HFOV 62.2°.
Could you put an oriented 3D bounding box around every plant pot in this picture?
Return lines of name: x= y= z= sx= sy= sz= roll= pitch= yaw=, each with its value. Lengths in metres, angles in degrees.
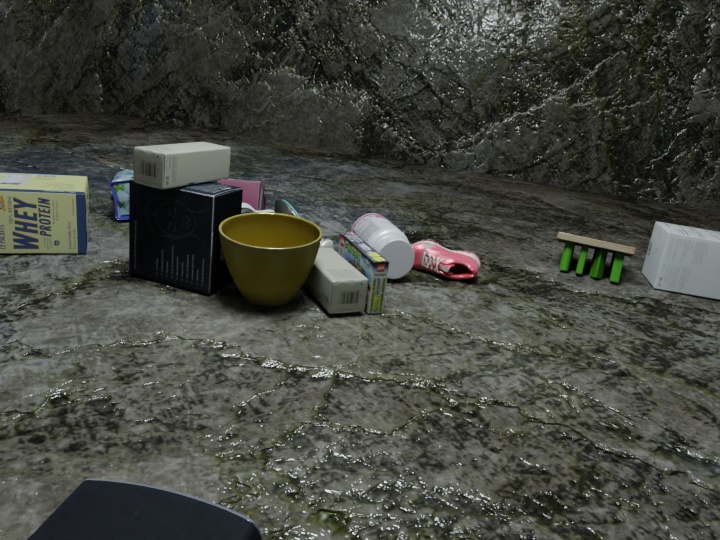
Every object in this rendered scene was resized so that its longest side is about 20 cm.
plant pot: x=-0.179 y=-0.014 z=1.174 sx=0.197 sy=0.144 sz=0.201 roll=6 pitch=22 yaw=-2

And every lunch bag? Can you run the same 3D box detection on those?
lunch bag: x=-0.567 y=-0.212 z=1.635 sx=0.197 sy=0.129 sz=0.170 roll=-9 pitch=22 yaw=-15

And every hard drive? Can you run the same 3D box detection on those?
hard drive: x=-0.201 y=0.257 z=0.550 sx=0.197 sy=0.043 sz=0.135 roll=10 pitch=19 yaw=8

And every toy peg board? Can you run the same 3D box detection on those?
toy peg board: x=0.638 y=-0.033 z=1.652 sx=0.198 sy=0.099 sz=0.199 roll=15 pitch=5 yaw=20

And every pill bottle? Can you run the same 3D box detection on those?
pill bottle: x=0.053 y=-0.059 z=1.442 sx=0.112 sy=0.115 sz=0.200 roll=1 pitch=21 yaw=-18

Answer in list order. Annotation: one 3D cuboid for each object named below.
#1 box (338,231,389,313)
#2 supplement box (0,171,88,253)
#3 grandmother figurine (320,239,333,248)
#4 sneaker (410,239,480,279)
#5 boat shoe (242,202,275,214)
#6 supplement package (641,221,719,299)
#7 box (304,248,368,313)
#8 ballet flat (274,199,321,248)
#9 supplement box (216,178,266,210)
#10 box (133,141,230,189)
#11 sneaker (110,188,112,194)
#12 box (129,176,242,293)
box: x=0.000 y=0.000 z=1.258 sx=0.034 sy=0.112 sz=0.200 roll=-1 pitch=20 yaw=-22
supplement box: x=-0.717 y=-0.133 z=1.337 sx=0.197 sy=0.136 sz=0.200 roll=-1 pitch=20 yaw=-22
grandmother figurine: x=-0.164 y=-0.064 z=1.466 sx=0.197 sy=0.061 sz=0.122 roll=5 pitch=28 yaw=3
sneaker: x=0.196 y=-0.023 z=1.454 sx=0.197 sy=0.075 sz=0.087 roll=10 pitch=20 yaw=7
boat shoe: x=-0.240 y=-0.103 z=1.370 sx=0.075 sy=0.061 sz=0.199 roll=-32 pitch=-13 yaw=20
supplement package: x=0.888 y=-0.027 z=1.594 sx=0.197 sy=0.154 sz=0.151 roll=11 pitch=18 yaw=10
box: x=-0.062 y=0.016 z=1.230 sx=0.081 sy=0.069 sz=0.200 roll=-2 pitch=20 yaw=-24
ballet flat: x=-0.150 y=-0.077 z=1.372 sx=0.068 sy=0.068 sz=0.201 roll=-32 pitch=79 yaw=-38
supplement box: x=-0.310 y=-0.172 z=1.561 sx=0.109 sy=0.087 sz=0.200 roll=5 pitch=-7 yaw=-4
box: x=-0.348 y=-0.211 z=1.180 sx=0.081 sy=0.069 sz=0.200 roll=16 pitch=19 yaw=23
sneaker: x=-0.639 y=-0.244 z=1.762 sx=0.197 sy=0.090 sz=0.081 roll=8 pitch=20 yaw=7
box: x=-0.358 y=-0.081 z=1.222 sx=0.194 sy=0.203 sz=0.124 roll=12 pitch=18 yaw=14
